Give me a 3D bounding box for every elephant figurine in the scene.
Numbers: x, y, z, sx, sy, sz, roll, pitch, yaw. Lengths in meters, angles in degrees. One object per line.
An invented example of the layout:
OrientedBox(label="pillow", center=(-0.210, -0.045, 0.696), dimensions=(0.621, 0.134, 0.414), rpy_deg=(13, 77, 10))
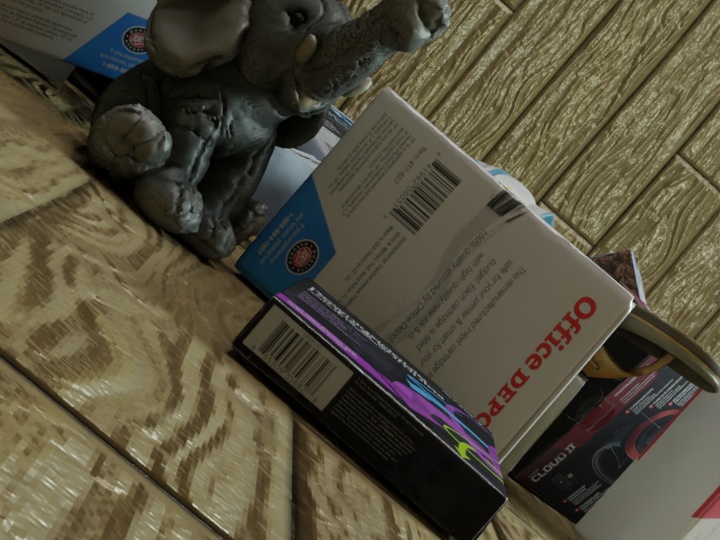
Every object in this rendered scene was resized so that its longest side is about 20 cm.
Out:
OrientedBox(label="elephant figurine", center=(-0.060, -0.115, 0.937), dimensions=(0.155, 0.200, 0.142), rpy_deg=(41, 4, 6))

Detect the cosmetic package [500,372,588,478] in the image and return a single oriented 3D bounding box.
OrientedBox(label="cosmetic package", center=(0.049, 0.042, 1.077), dimensions=(0.200, 0.087, 0.103), rpy_deg=(40, 3, 10))

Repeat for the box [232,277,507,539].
OrientedBox(label="box", center=(0.009, 0.064, 0.817), dimensions=(0.143, 0.036, 0.200), rpy_deg=(41, 2, 0))

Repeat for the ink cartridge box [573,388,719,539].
OrientedBox(label="ink cartridge box", center=(0.267, 0.188, 1.092), dimensions=(0.200, 0.147, 0.083), rpy_deg=(38, 5, -32))

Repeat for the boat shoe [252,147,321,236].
OrientedBox(label="boat shoe", center=(-0.058, -0.061, 1.176), dimensions=(0.201, 0.075, 0.086), rpy_deg=(11, 4, -33))

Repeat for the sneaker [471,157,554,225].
OrientedBox(label="sneaker", center=(0.105, -0.043, 1.293), dimensions=(0.081, 0.077, 0.200), rpy_deg=(44, -6, 7))

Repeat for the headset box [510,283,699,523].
OrientedBox(label="headset box", center=(0.196, 0.114, 1.182), dimensions=(0.200, 0.149, 0.075), rpy_deg=(37, 14, -38))

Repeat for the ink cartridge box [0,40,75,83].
OrientedBox(label="ink cartridge box", center=(-0.273, -0.238, 1.139), dimensions=(0.147, 0.083, 0.200), rpy_deg=(36, 6, -43))

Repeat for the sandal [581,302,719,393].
OrientedBox(label="sandal", center=(0.144, 0.037, 1.049), dimensions=(0.200, 0.054, 0.080), rpy_deg=(25, -3, 4))

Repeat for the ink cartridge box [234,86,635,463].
OrientedBox(label="ink cartridge box", center=(0.048, 0.010, 0.986), dimensions=(0.200, 0.146, 0.084), rpy_deg=(42, 2, 8))

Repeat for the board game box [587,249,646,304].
OrientedBox(label="board game box", center=(0.160, 0.054, 1.331), dimensions=(0.200, 0.159, 0.097), rpy_deg=(23, 56, -77))

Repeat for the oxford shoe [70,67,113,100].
OrientedBox(label="oxford shoe", center=(-0.221, -0.194, 1.249), dimensions=(0.200, 0.073, 0.084), rpy_deg=(41, 6, 12))

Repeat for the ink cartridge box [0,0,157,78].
OrientedBox(label="ink cartridge box", center=(-0.158, -0.234, 1.008), dimensions=(0.146, 0.200, 0.084), rpy_deg=(18, 17, -35))

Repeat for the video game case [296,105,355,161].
OrientedBox(label="video game case", center=(-0.002, -0.092, 1.389), dimensions=(0.200, 0.023, 0.182), rpy_deg=(34, 17, -39))
